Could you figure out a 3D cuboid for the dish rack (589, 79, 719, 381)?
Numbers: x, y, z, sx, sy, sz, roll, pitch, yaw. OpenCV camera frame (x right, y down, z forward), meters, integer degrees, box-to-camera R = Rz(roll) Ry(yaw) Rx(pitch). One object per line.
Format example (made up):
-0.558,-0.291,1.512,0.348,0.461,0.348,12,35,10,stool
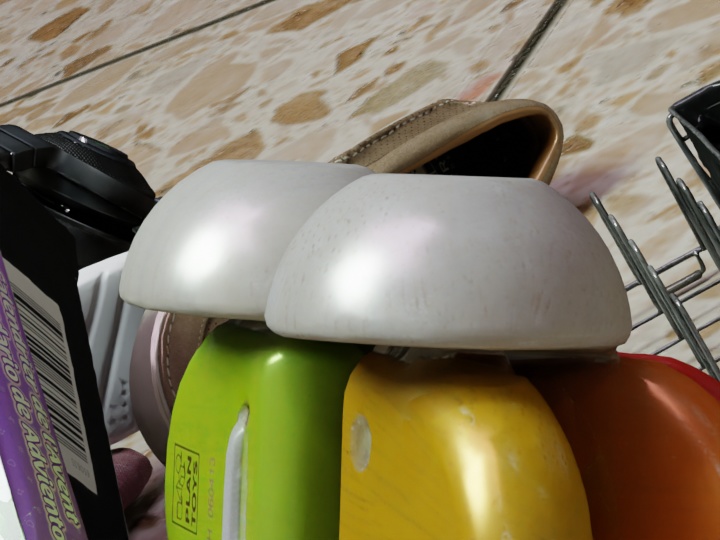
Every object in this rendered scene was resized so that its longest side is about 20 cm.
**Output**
0.061,0.025,0.893,0.200,0.055,0.153,-30,18,1,dish rack

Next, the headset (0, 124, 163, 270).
-0.123,-0.001,1.144,0.200,0.124,0.094,-9,28,-44,headset

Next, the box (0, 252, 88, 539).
-0.174,0.078,0.812,0.200,0.039,0.137,-29,60,16,box

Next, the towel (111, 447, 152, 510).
-0.164,0.136,0.999,0.144,0.023,0.200,-16,25,31,towel

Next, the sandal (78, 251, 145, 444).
-0.141,0.049,1.043,0.207,0.079,0.059,-24,19,-11,sandal

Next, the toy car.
0.028,0.062,0.730,0.150,0.175,0.200,0,4,-28,toy car

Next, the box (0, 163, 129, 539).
-0.184,0.066,0.917,0.200,0.104,0.148,-19,63,13,box

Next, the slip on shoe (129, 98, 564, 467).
0.000,0.000,1.025,0.061,0.076,0.200,-19,13,48,slip on shoe
